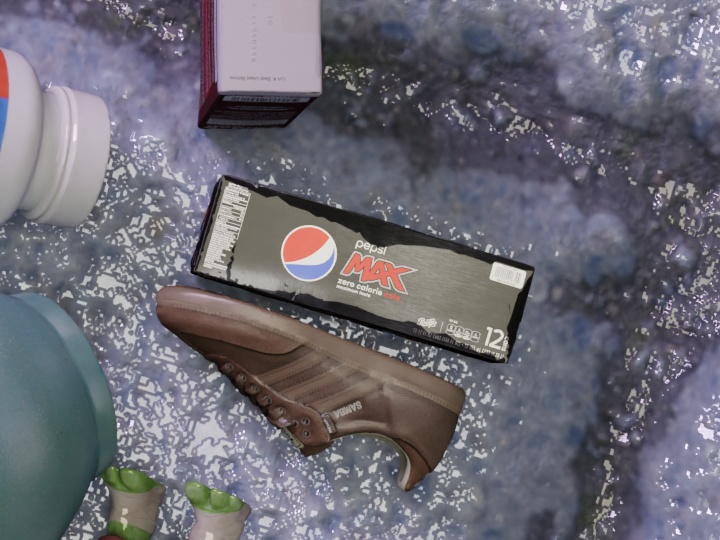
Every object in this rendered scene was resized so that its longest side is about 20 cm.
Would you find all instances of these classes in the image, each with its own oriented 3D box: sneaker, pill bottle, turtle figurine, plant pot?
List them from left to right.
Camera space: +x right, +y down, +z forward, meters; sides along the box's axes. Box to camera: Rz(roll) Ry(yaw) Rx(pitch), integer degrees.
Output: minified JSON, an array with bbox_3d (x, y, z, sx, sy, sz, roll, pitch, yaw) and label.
[{"bbox_3d":[-0.253,-0.084,1.581,0.199,0.112,0.113,11,87,-27],"label":"pill bottle"},{"bbox_3d":[-0.226,0.089,1.568,0.134,0.200,0.201,-25,91,-32],"label":"plant pot"},{"bbox_3d":[-0.150,0.209,1.574,0.200,0.144,0.194,23,75,-24],"label":"turtle figurine"},{"bbox_3d":[-0.038,0.071,1.636,0.199,0.070,0.076,21,87,-5],"label":"sneaker"}]

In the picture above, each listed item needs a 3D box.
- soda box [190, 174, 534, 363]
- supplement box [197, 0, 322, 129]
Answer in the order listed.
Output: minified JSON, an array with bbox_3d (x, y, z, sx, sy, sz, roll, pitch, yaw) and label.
[{"bbox_3d":[0.000,0.000,1.641,0.199,0.071,0.064,17,87,-5],"label":"soda box"},{"bbox_3d":[-0.061,-0.145,1.575,0.061,0.200,0.109,0,88,-8],"label":"supplement box"}]
